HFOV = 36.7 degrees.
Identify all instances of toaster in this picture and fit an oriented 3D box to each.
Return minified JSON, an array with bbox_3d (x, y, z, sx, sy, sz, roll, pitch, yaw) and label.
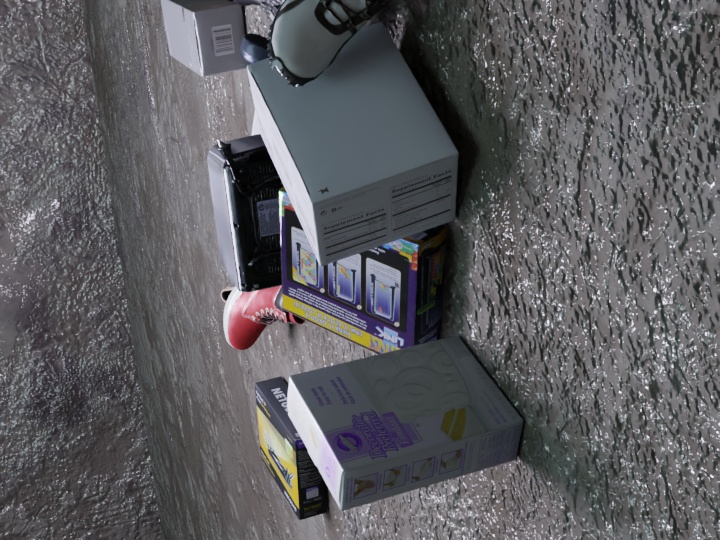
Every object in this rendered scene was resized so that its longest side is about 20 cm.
[{"bbox_3d":[-0.091,-0.087,1.356,0.119,0.180,0.200,-147,47,-64],"label":"toaster"}]

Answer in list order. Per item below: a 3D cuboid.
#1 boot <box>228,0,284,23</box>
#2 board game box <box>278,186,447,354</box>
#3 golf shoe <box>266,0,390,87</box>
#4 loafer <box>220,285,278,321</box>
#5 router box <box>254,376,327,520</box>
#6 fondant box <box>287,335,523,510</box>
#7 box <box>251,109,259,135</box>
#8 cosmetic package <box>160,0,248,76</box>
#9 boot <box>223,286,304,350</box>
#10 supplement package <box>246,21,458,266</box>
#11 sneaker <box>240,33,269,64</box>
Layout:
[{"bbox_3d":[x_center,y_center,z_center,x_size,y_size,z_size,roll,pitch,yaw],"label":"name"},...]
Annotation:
[{"bbox_3d":[-0.080,-0.303,1.231,0.158,0.079,0.211,40,-179,-9],"label":"boot"},{"bbox_3d":[0.000,0.000,1.229,0.200,0.057,0.166,24,129,32],"label":"board game box"},{"bbox_3d":[-0.019,-0.271,1.083,0.078,0.200,0.094,40,157,-20],"label":"golf shoe"},{"bbox_3d":[-0.182,0.052,1.838,0.200,0.063,0.072,-167,68,-67],"label":"loafer"},{"bbox_3d":[-0.118,0.294,1.818,0.200,0.052,0.158,-138,41,-57],"label":"router box"},{"bbox_3d":[0.043,0.150,1.107,0.144,0.200,0.058,-126,31,-46],"label":"fondant box"},{"bbox_3d":[-0.110,-0.219,1.518,0.200,0.049,0.082,107,144,-53],"label":"box"},{"bbox_3d":[-0.253,-0.386,1.750,0.200,0.090,0.107,34,135,58],"label":"cosmetic package"},{"bbox_3d":[-0.142,0.070,1.678,0.144,0.072,0.200,54,127,43],"label":"boot"},{"bbox_3d":[-0.008,-0.134,1.126,0.111,0.155,0.200,85,163,-57],"label":"supplement package"},{"bbox_3d":[-0.085,-0.212,1.261,0.070,0.200,0.082,40,102,27],"label":"sneaker"}]
